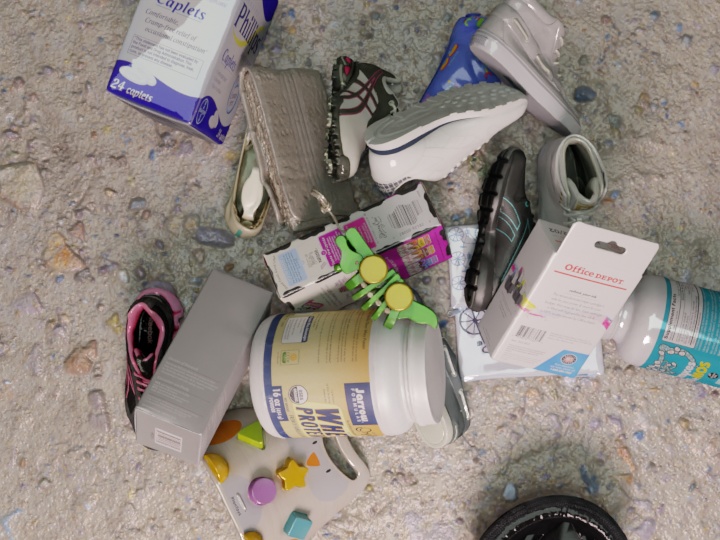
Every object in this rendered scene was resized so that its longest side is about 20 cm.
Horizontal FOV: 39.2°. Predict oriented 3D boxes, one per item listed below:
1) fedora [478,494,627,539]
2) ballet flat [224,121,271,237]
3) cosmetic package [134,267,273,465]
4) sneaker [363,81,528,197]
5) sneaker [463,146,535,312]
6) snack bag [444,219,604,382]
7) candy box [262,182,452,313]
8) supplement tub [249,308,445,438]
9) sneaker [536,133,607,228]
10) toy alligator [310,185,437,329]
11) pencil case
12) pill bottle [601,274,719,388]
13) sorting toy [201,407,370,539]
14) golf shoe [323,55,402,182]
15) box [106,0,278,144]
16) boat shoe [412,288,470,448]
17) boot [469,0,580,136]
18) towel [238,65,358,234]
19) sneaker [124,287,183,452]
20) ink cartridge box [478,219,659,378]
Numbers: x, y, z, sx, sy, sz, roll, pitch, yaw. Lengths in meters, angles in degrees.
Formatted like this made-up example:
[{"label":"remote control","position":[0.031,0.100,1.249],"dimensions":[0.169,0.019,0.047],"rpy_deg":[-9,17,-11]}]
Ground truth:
[{"label":"fedora","position":[0.220,0.355,1.207],"dimensions":[0.200,0.092,0.201],"rpy_deg":[0,90,1]},{"label":"ballet flat","position":[-0.117,-0.136,1.228],"dimensions":[0.069,0.069,0.200],"rpy_deg":[14,90,1]},{"label":"cosmetic package","position":[-0.178,0.110,1.168],"dimensions":[0.090,0.107,0.200],"rpy_deg":[21,57,2]},{"label":"sneaker","position":[0.100,-0.152,1.149],"dimensions":[0.200,0.076,0.081],"rpy_deg":[-21,121,-11]},{"label":"sneaker","position":[0.177,-0.046,1.207],"dimensions":[0.079,0.075,0.200],"rpy_deg":[9,96,-7]},{"label":"snack bag","position":[0.201,0.038,1.242],"dimensions":[0.188,0.021,0.200],"rpy_deg":[-3,90,1]},{"label":"candy box","position":[0.000,-0.017,1.184],"dimensions":[0.200,0.136,0.061],"rpy_deg":[-25,72,2]},{"label":"supplement tub","position":[-0.011,0.116,1.151],"dimensions":[0.200,0.144,0.145],"rpy_deg":[-4,90,15]},{"label":"sneaker","position":[0.245,-0.058,1.176],"dimensions":[0.074,0.116,0.200],"rpy_deg":[-8,90,-1]},{"label":"toy alligator","position":[0.000,0.000,1.081],"dimensions":[0.054,0.059,0.200],"rpy_deg":[-43,91,2]},{"label":"pencil case","position":[0.114,-0.213,1.215],"dimensions":[0.087,0.078,0.200],"rpy_deg":[29,90,-23]},{"label":"pill bottle","position":[0.377,0.070,1.194],"dimensions":[0.200,0.111,0.111],"rpy_deg":[15,90,2]},{"label":"sorting toy","position":[-0.087,0.242,1.226],"dimensions":[0.180,0.107,0.200],"rpy_deg":[-26,90,-18]},{"label":"golf shoe","position":[0.003,-0.179,1.174],"dimensions":[0.088,0.077,0.200],"rpy_deg":[7,48,-2]},{"label":"box","position":[-0.187,-0.264,1.170],"dimensions":[0.105,0.184,0.200],"rpy_deg":[21,91,3]},{"label":"boat shoe","position":[0.083,0.113,1.237],"dimensions":[0.062,0.073,0.200],"rpy_deg":[-10,81,-41]},{"label":"boot","position":[0.217,-0.241,1.178],"dimensions":[0.200,0.074,0.096],"rpy_deg":[36,90,-39]},{"label":"towel","position":[-0.072,-0.145,1.202],"dimensions":[0.034,0.132,0.200],"rpy_deg":[-16,88,37]},{"label":"sneaker","position":[-0.254,0.123,1.218],"dimensions":[0.079,0.095,0.200],"rpy_deg":[-4,91,0]},{"label":"ink cartridge box","position":[0.231,0.019,1.141],"dimensions":[0.115,0.068,0.200],"rpy_deg":[14,123,-19]}]
